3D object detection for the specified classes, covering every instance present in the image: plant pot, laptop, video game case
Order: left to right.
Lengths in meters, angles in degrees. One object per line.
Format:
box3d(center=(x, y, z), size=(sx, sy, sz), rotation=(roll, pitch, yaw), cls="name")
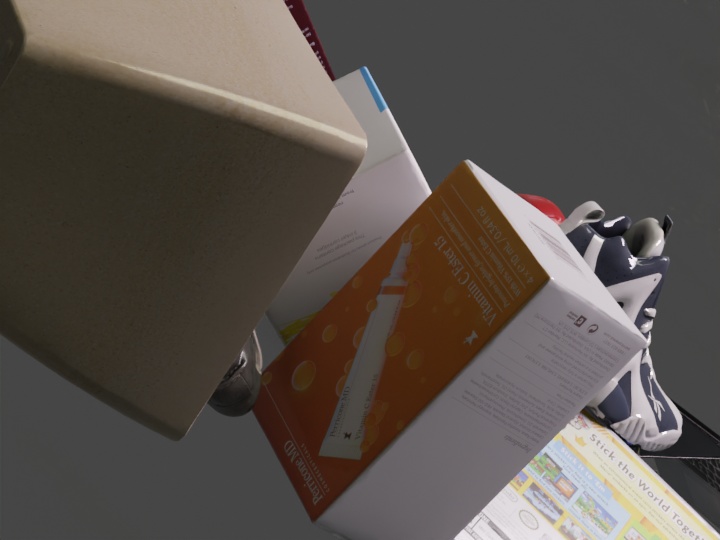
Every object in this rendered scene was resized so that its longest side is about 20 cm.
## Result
box3d(center=(-0.144, -0.063, 1.182), size=(0.177, 0.200, 0.200), rotation=(22, 22, -31), cls="plant pot")
box3d(center=(0.149, 0.182, 1.443), size=(0.200, 0.023, 0.182), rotation=(44, 42, 4), cls="video game case")
box3d(center=(0.226, 0.161, 1.829), size=(0.187, 0.116, 0.200), rotation=(42, -22, 59), cls="laptop")

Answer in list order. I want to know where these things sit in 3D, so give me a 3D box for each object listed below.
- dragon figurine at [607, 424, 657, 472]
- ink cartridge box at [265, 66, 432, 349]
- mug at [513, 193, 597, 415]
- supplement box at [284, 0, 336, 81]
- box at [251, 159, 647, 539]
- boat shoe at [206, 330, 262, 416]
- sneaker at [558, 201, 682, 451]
box3d(center=(0.138, 0.146, 1.533), size=(0.059, 0.099, 0.200), rotation=(48, 14, 22), cls="dragon figurine")
box3d(center=(0.000, 0.000, 1.423), size=(0.200, 0.125, 0.129), rotation=(62, 2, -32), cls="ink cartridge box")
box3d(center=(0.101, 0.030, 1.650), size=(0.133, 0.178, 0.200), rotation=(40, 9, -28), cls="mug")
box3d(center=(-0.076, -0.157, 1.464), size=(0.109, 0.061, 0.200), rotation=(39, -21, 50), cls="supplement box")
box3d(center=(0.047, 0.058, 1.310), size=(0.097, 0.200, 0.124), rotation=(32, 17, -40), cls="box")
box3d(center=(-0.105, 0.011, 1.331), size=(0.057, 0.067, 0.200), rotation=(59, 5, -41), cls="boat shoe")
box3d(center=(0.184, 0.029, 1.517), size=(0.199, 0.130, 0.079), rotation=(41, 7, -24), cls="sneaker")
